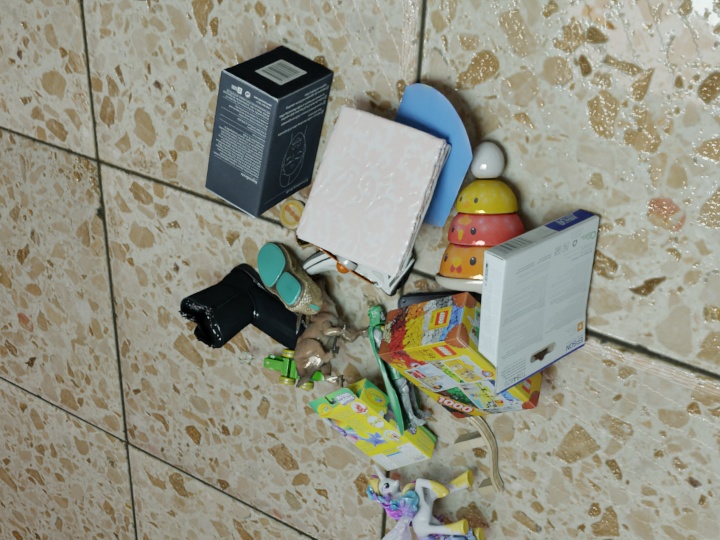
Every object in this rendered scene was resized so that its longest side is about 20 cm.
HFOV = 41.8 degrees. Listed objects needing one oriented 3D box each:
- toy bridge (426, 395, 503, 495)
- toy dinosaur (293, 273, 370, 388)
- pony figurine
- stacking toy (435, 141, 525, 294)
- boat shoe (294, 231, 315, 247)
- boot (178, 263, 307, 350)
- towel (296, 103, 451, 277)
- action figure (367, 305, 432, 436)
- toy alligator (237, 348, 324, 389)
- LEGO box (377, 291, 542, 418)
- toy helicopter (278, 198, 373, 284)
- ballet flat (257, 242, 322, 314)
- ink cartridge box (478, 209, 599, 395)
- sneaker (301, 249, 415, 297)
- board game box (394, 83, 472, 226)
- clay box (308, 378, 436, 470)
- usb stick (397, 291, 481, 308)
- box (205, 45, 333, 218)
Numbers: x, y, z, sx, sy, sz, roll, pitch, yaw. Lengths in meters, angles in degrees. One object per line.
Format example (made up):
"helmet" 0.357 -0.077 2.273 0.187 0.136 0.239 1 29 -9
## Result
"toy bridge" 0.183 0.276 1.533 0.067 0.027 0.202 -23 101 40
"toy dinosaur" -0.074 0.114 1.548 0.134 0.202 0.086 11 150 31
"pony figurine" 0.105 0.420 1.588 0.197 0.166 0.197 -6 100 35
"stacking toy" 0.172 -0.075 1.309 0.144 0.145 0.204 2 98 34
"boat shoe" -0.040 -0.100 1.456 0.076 0.074 0.201 43 131 7
"boot" -0.194 0.093 1.606 0.200 0.168 0.077 44 131 6
"towel" 0.014 -0.112 1.312 0.189 0.032 0.203 23 94 32
"action figure" 0.056 0.152 1.521 0.054 0.118 0.203 -22 92 16
"toy alligator" -0.126 0.169 1.674 0.197 0.054 0.061 9 92 31
"LEGO box" 0.145 0.126 1.347 0.147 0.078 0.199 -16 137 41
"toy helicopter" -0.031 -0.058 1.389 0.197 0.079 0.135 12 93 20
"ballet flat" -0.114 0.019 1.548 0.065 0.200 0.071 29 103 -33
"ink cartridge box" 0.236 0.040 1.259 0.040 0.198 0.203 26 127 43
"sneaker" 0.000 0.000 1.481 0.198 0.075 0.117 -21 100 38
"board game box" 0.106 -0.167 1.336 0.159 0.038 0.202 53 144 28
"clay box" 0.019 0.252 1.574 0.200 0.048 0.114 43 137 -20
"usb stick" 0.144 0.057 1.440 0.197 0.033 0.056 -5 112 37
"box" -0.138 -0.209 1.417 0.106 0.148 0.203 29 127 19
